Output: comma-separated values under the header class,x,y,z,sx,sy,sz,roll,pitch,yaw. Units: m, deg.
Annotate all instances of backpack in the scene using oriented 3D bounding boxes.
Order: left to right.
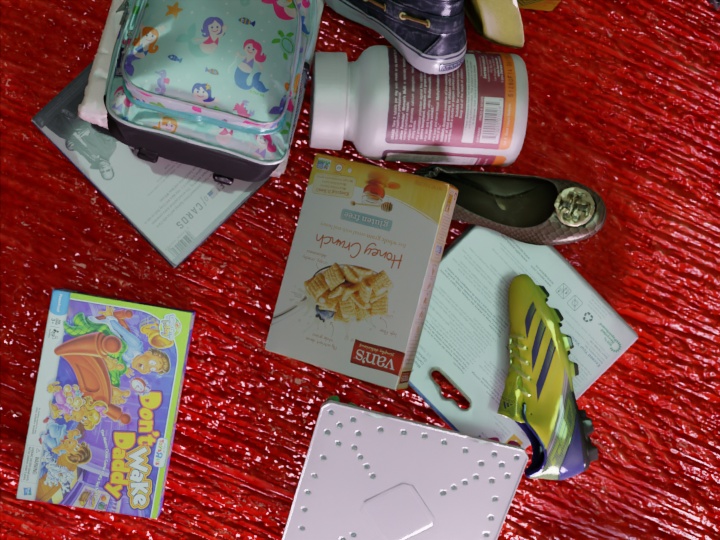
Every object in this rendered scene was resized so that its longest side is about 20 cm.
class,x,y,z,sx,sy,sz,roll,pitch,yaw
backpack,-0.127,-0.198,0.918,0.177,0.151,0.200,15,74,-10

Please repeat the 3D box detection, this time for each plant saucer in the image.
class,x,y,z,sx,sy,sz,roll,pitch,yaw
plant saucer,0.096,-0.292,0.960,0.031,0.200,0.200,-25,92,5

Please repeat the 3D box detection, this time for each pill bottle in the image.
class,x,y,z,sx,sy,sz,roll,pitch,yaw
pill bottle,0.053,-0.158,0.998,0.199,0.110,0.110,3,90,-5

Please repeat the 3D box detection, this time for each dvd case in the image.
class,x,y,z,sx,sy,sz,roll,pitch,yaw
dvd case,-0.197,-0.125,1.018,0.150,0.025,0.200,-44,94,-4

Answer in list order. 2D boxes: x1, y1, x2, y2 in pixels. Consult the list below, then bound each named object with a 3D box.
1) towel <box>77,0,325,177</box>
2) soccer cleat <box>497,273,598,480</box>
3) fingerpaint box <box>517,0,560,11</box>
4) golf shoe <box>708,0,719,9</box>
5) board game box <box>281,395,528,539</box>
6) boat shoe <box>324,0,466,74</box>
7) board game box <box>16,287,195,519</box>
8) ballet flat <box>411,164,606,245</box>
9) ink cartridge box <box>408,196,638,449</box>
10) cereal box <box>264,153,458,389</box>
class,x,y,z,sx,sy,sz,roll,pitch,yaw
towel,-0.148,-0.204,0.999,0.200,0.032,0.191,15,79,-10
soccer cleat,0.165,0.104,0.991,0.084,0.065,0.201,-15,93,3
fingerpaint box,0.178,-0.366,0.981,0.073,0.167,0.201,5,88,-3
golf shoe,0.440,-0.260,1.051,0.092,0.073,0.200,-44,93,-5
board game box,0.036,0.228,1.001,0.200,0.026,0.200,15,112,-5
boat shoe,0.030,-0.270,0.963,0.071,0.091,0.200,-28,53,-27
board game box,-0.243,0.126,1.003,0.134,0.045,0.201,9,89,-5
ballet flat,0.134,-0.069,0.993,0.200,0.046,0.068,13,74,24
ink cartridge box,0.138,0.064,1.039,0.200,0.043,0.196,-44,94,-1
cereal box,0.000,0.000,0.997,0.144,0.040,0.200,14,90,21
